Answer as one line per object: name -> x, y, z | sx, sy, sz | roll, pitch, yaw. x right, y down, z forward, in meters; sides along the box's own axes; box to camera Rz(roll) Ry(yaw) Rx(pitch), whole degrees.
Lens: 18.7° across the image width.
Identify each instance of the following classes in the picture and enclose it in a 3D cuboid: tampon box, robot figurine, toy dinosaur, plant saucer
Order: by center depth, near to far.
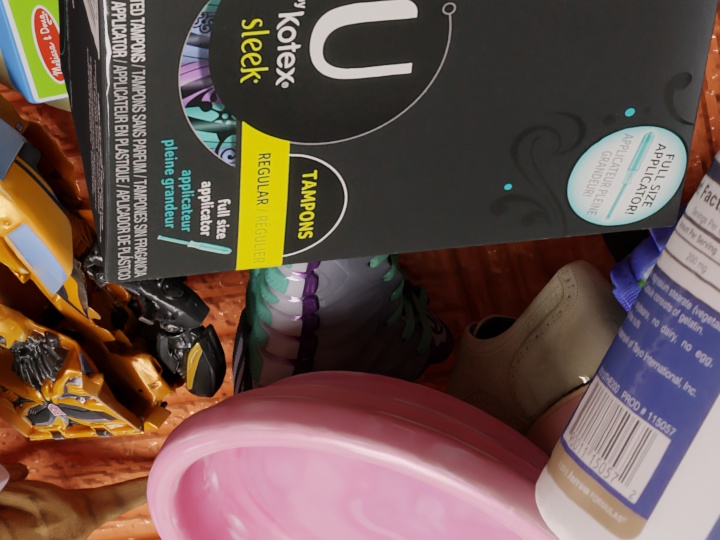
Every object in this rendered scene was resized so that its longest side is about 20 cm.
tampon box -> 0.005, -0.099, 0.717 | 0.198, 0.127, 0.151 | -7, 132, -11
robot figurine -> -0.144, -0.002, 0.869 | 0.144, 0.058, 0.200 | -7, 131, 42
plant saucer -> 0.015, 0.105, 0.869 | 0.199, 0.051, 0.201 | 17, 147, 11
toy dinosaur -> -0.136, 0.111, 0.971 | 0.199, 0.106, 0.061 | -17, 105, -29

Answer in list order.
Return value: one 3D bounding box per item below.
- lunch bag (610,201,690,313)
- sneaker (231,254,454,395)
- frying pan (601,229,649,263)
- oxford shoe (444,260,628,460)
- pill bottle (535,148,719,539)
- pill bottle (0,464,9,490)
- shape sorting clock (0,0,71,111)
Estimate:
lunch bag -> 0.217, 0.023, 0.826 | 0.170, 0.128, 0.200 | -37, 109, 15
sneaker -> 0.000, 0.000, 0.878 | 0.087, 0.075, 0.201 | 2, 142, -9
frying pan -> 0.118, 0.032, 0.908 | 0.190, 0.031, 0.115 | 40, 121, -22
oxford shoe -> 0.065, 0.059, 0.907 | 0.070, 0.074, 0.200 | -11, 162, -32
pill bottle -> 0.150, 0.018, 0.727 | 0.110, 0.111, 0.201 | 26, 100, -16
pill bottle -> -0.237, 0.042, 0.858 | 0.200, 0.111, 0.111 | 44, 124, 0
shape sorting clock -> -0.076, -0.135, 0.782 | 0.198, 0.039, 0.201 | -5, 133, -5
